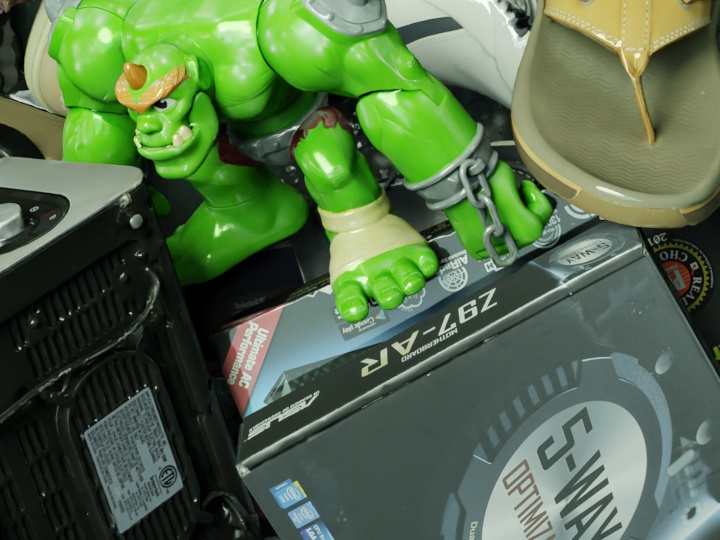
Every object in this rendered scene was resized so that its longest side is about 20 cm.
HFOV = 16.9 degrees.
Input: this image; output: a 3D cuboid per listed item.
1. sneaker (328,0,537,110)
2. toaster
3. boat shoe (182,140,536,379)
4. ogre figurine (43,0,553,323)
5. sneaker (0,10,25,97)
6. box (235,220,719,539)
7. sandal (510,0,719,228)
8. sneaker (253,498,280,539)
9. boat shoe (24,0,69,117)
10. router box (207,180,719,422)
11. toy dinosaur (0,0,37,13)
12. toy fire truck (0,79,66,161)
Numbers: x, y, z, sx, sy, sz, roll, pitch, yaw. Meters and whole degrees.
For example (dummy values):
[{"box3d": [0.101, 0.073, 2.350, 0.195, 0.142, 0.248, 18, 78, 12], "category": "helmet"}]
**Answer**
[{"box3d": [-0.005, -0.086, 0.965, 0.199, 0.079, 0.130, 39, 110, 19], "category": "sneaker"}, {"box3d": [-0.138, 0.077, 0.852, 0.118, 0.181, 0.201, 15, 131, 46], "category": "toaster"}, {"box3d": [0.000, 0.000, 0.977, 0.199, 0.062, 0.075, -17, 84, 25], "category": "boat shoe"}, {"box3d": [-0.040, -0.053, 0.864, 0.200, 0.098, 0.120, 18, 140, 49], "category": "ogre figurine"}, {"box3d": [-0.189, -0.051, 1.046, 0.084, 0.074, 0.201, -7, 90, 5], "category": "sneaker"}, {"box3d": [0.074, 0.103, 0.851, 0.160, 0.044, 0.200, -28, 106, 9], "category": "box"}, {"box3d": [0.099, -0.097, 0.863, 0.080, 0.200, 0.054, 7, 141, 9], "category": "sandal"}, {"box3d": [-0.058, 0.119, 1.006, 0.200, 0.071, 0.098, 1, 91, 25], "category": "sneaker"}, {"box3d": [-0.045, -0.121, 0.908, 0.200, 0.072, 0.065, -43, 63, 11], "category": "boat shoe"}, {"box3d": [0.062, 0.051, 0.905, 0.199, 0.062, 0.150, -24, 94, 8], "category": "router box"}, {"box3d": [-0.141, -0.144, 0.935, 0.086, 0.200, 0.136, 14, 123, -16], "category": "toy dinosaur"}, {"box3d": [-0.214, 0.012, 0.977, 0.175, 0.129, 0.201, 19, 112, 4], "category": "toy fire truck"}]
